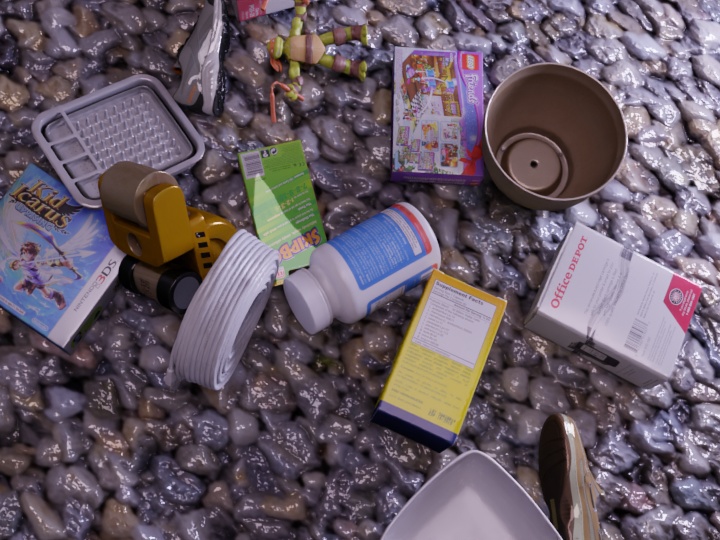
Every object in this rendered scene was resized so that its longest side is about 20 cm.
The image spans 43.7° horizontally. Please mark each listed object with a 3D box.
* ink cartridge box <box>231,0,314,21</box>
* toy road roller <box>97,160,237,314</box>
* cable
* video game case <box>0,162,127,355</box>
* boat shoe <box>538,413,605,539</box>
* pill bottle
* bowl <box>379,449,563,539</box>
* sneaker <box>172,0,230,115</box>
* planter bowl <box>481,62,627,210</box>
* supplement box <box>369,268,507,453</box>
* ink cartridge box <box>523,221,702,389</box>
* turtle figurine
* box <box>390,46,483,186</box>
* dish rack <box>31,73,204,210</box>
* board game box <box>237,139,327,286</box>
[{"bbox_3d":[-0.113,-0.481,1.359,0.197,0.083,0.149,-17,75,-9],"label":"ink cartridge box"},{"bbox_3d":[-0.241,-0.056,1.174,0.122,0.203,0.145,19,39,38],"label":"toy road roller"},{"bbox_3d":[-0.168,0.051,1.134,0.068,0.201,0.201,26,50,3],"label":"cable"},{"bbox_3d":[-0.420,-0.018,1.216,0.198,0.046,0.183,32,72,5],"label":"video game case"},{"bbox_3d":[0.283,0.290,1.177,0.075,0.072,0.204,1,80,-19],"label":"boat shoe"},{"bbox_3d":[0.000,0.000,1.199,0.198,0.112,0.113,-29,77,-20],"label":"pill bottle"},{"bbox_3d":[0.136,0.355,1.134,0.199,0.075,0.200,-40,81,-15],"label":"bowl"},{"bbox_3d":[-0.232,-0.326,1.311,0.078,0.074,0.204,4,73,2],"label":"sneaker"},{"bbox_3d":[0.258,-0.170,1.269,0.196,0.135,0.204,1,74,-4],"label":"planter bowl"},{"bbox_3d":[0.101,0.121,1.183,0.107,0.110,0.203,23,74,3],"label":"supplement box"},{"bbox_3d":[0.344,0.049,1.237,0.198,0.084,0.147,27,73,4],"label":"ink cartridge box"},{"bbox_3d":[-0.071,-0.315,1.324,0.158,0.064,0.204,2,91,-8],"label":"turtle figurine"},{"bbox_3d":[0.112,-0.228,1.325,0.134,0.039,0.204,3,73,-3],"label":"box"},{"bbox_3d":[-0.334,-0.174,1.249,0.198,0.044,0.172,-30,71,-25],"label":"dish rack"},{"bbox_3d":[-0.106,-0.080,1.269,0.094,0.030,0.203,-13,73,-9],"label":"board game box"}]
